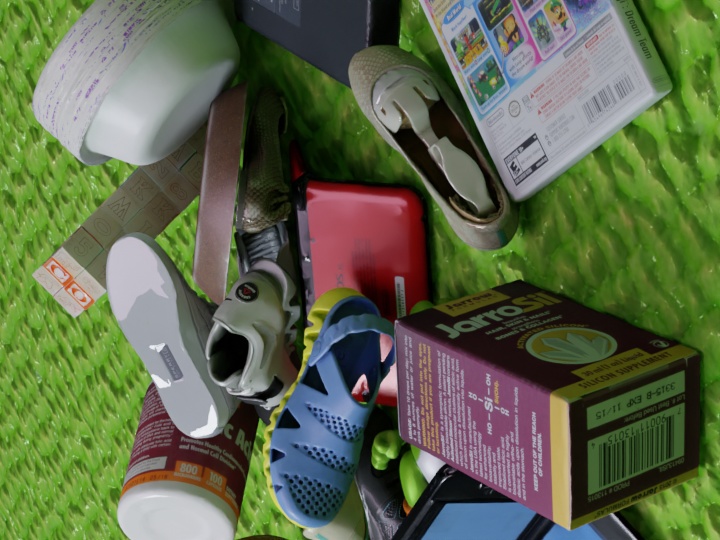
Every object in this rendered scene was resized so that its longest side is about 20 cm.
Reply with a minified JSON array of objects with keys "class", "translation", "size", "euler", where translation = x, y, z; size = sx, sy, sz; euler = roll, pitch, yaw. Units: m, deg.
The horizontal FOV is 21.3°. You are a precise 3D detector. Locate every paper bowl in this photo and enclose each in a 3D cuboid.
[{"class":"paper bowl","translation":[-0.184,-0.174,1.690],"size":[0.104,0.200,0.201],"euler":[42,142,9]}]

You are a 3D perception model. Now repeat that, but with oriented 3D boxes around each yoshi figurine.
[{"class":"yoshi figurine","translation":[0.071,0.126,1.548],"size":[0.111,0.112,0.202],"euler":[6,110,39]}]

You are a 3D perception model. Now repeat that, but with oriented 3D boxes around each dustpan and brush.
[{"class":"dustpan and brush","translation":[-0.092,0.022,1.762],"size":[0.140,0.057,0.201],"euler":[-119,16,-54]}]

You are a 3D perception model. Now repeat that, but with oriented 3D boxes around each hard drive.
[{"class":"hard drive","translation":[-0.039,-0.240,1.585],"size":[0.200,0.033,0.141],"euler":[36,134,44]}]

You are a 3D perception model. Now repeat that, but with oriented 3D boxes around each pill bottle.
[{"class":"pill bottle","translation":[-0.157,0.161,1.819],"size":[0.114,0.113,0.201],"euler":[116,167,-49]}]

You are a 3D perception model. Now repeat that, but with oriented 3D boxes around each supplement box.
[{"class":"supplement box","translation":[0.134,0.092,1.397],"size":[0.199,0.130,0.104],"euler":[23,123,50]}]

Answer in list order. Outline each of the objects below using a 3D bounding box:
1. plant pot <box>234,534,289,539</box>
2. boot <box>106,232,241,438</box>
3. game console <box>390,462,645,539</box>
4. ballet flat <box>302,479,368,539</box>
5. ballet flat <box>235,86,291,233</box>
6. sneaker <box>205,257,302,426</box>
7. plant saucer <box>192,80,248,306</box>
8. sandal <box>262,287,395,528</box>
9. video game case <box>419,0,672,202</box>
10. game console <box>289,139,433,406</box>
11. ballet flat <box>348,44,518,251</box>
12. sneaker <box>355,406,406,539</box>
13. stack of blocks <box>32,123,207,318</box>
[{"class":"plant pot","translation":[-0.050,0.332,1.772],"size":[0.183,0.199,0.202],"euler":[-26,84,42]},{"class":"boot","translation":[-0.161,0.046,1.737],"size":[0.073,0.096,0.201],"euler":[-11,108,25]},{"class":"game console","translation":[0.121,0.242,1.495],"size":[0.200,0.174,0.117],"euler":[118,146,-49]},{"class":"ballet flat","translation":[-0.040,0.162,1.644],"size":[0.201,0.069,0.070],"euler":[-108,20,-51]},{"class":"ballet flat","translation":[-0.078,-0.095,1.642],"size":[0.201,0.046,0.068],"euler":[-88,3,-58]},{"class":"sneaker","translation":[-0.100,0.082,1.687],"size":[0.074,0.088,0.201],"euler":[31,146,29]},{"class":"plant saucer","translation":[-0.125,-0.068,1.695],"size":[0.200,0.034,0.202],"euler":[-175,90,-86]},{"class":"sandal","translation":[-0.021,0.108,1.542],"size":[0.087,0.079,0.202],"euler":[-7,68,62]},{"class":"video game case","translation":[0.126,-0.168,1.376],"size":[0.200,0.024,0.183],"euler":[-39,72,58]},{"class":"game console","translation":[0.000,0.000,1.665],"size":[0.171,0.119,0.202],"euler":[5,114,23]},{"class":"ballet flat","translation":[0.058,-0.104,1.469],"size":[0.200,0.067,0.062],"euler":[53,177,16]},{"class":"sneaker","translation":[0.041,0.215,1.682],"size":[0.081,0.073,0.202],"euler":[-14,85,24]},{"class":"stack of blocks","translation":[-0.217,-0.048,1.799],"size":[0.059,0.200,0.115],"euler":[44,147,-7]}]
